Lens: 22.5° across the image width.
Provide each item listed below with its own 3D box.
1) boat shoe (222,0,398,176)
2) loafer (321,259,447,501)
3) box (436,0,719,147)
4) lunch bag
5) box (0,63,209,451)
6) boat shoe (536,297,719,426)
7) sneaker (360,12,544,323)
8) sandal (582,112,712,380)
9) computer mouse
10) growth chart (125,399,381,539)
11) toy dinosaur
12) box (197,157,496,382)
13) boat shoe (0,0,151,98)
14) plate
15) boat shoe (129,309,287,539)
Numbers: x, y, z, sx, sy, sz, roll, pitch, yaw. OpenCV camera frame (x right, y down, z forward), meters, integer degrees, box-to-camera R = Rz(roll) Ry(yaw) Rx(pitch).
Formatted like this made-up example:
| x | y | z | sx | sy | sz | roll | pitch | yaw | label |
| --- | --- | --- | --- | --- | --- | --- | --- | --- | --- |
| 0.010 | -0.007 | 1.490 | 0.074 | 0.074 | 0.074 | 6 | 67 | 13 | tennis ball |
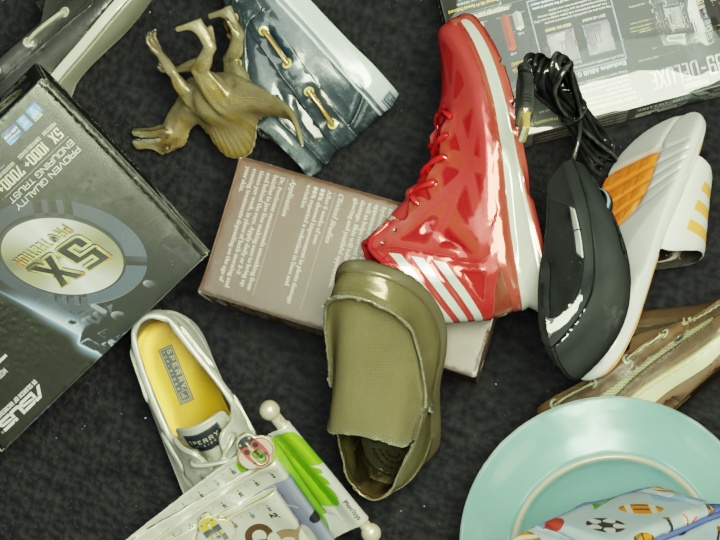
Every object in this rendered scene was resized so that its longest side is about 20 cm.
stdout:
| x | y | z | sx | sy | sz | roll | pitch | yaw | label |
| --- | --- | --- | --- | --- | --- | --- | --- | --- | --- |
| -0.072 | -0.161 | 1.261 | 0.091 | 0.071 | 0.200 | -44 | 81 | 1 | boat shoe |
| 0.015 | 0.076 | 1.165 | 0.075 | 0.201 | 0.068 | 8 | 48 | 20 | loafer |
| 0.157 | -0.180 | 1.254 | 0.198 | 0.050 | 0.159 | -15 | 83 | 3 | box |
| 0.159 | 0.223 | 1.103 | 0.075 | 0.199 | 0.162 | 14 | 106 | 46 | lunch bag |
| -0.231 | -0.009 | 1.219 | 0.200 | 0.086 | 0.164 | -43 | 109 | -1 | box |
| 0.203 | 0.052 | 1.213 | 0.202 | 0.075 | 0.075 | -41 | 76 | 0 | boat shoe |
| 0.049 | -0.062 | 1.168 | 0.114 | 0.078 | 0.202 | -13 | 77 | -1 | sneaker |
| 0.192 | -0.009 | 1.215 | 0.059 | 0.079 | 0.208 | 34 | 66 | -26 | sandal |
| 0.136 | -0.042 | 1.132 | 0.046 | 0.141 | 0.202 | -9 | 53 | 27 | computer mouse |
| -0.084 | 0.198 | 1.212 | 0.200 | 0.018 | 0.145 | -42 | 106 | 8 | growth chart |
| -0.091 | -0.124 | 1.222 | 0.058 | 0.199 | 0.102 | -27 | 105 | -35 | toy dinosaur |
| 0.000 | 0.000 | 1.236 | 0.198 | 0.075 | 0.101 | 17 | 84 | 8 | box |
| -0.207 | -0.168 | 1.275 | 0.060 | 0.074 | 0.200 | 40 | 96 | 3 | boat shoe |
| 0.165 | 0.182 | 1.191 | 0.198 | 0.026 | 0.202 | 0 | 104 | 0 | plate |
| -0.102 | 0.116 | 1.231 | 0.070 | 0.070 | 0.201 | -25 | 82 | 2 | boat shoe |
